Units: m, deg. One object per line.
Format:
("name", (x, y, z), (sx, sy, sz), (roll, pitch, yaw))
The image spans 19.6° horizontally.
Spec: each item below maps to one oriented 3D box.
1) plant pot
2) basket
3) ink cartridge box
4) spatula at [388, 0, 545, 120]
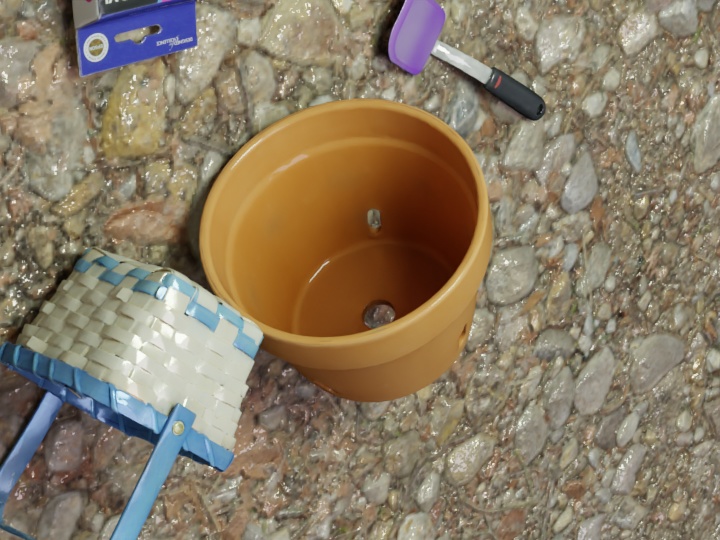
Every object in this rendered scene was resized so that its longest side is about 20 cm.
("plant pot", (0.000, 0.000, 1.457), (0.200, 0.200, 0.140), (-46, 150, -17))
("basket", (-0.161, 0.096, 1.352), (0.139, 0.176, 0.200), (39, 79, -34))
("ink cartridge box", (-0.139, -0.225, 1.317), (0.094, 0.037, 0.201), (-20, 122, -35))
("spatula", (0.083, -0.152, 1.566), (0.200, 0.021, 0.057), (26, 89, -45))
